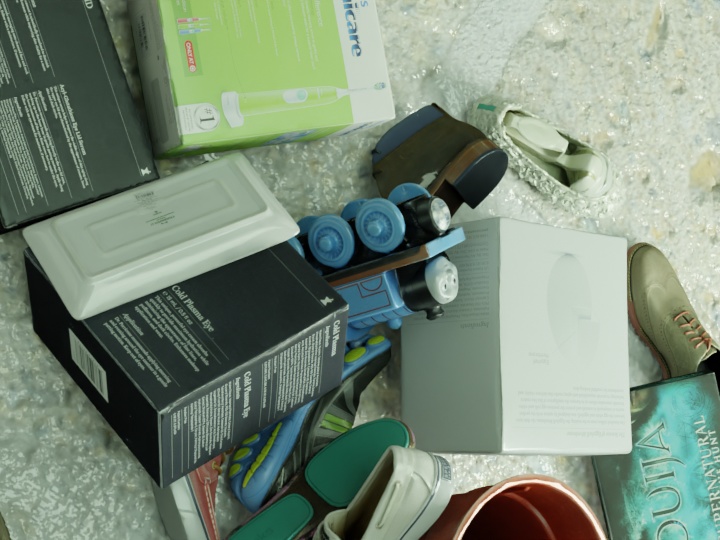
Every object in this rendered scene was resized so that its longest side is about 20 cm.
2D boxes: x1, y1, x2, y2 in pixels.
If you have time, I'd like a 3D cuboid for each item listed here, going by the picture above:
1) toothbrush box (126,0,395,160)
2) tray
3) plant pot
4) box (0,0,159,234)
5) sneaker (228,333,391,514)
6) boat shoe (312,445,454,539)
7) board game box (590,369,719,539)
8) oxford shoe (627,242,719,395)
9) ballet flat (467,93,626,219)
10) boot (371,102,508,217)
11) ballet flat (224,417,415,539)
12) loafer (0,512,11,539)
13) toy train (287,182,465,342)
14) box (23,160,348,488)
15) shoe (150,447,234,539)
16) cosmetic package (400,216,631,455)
[{"bbox_3d":[-0.085,-0.182,1.374,0.198,0.086,0.147,-10,89,-24],"label":"toothbrush box"},{"bbox_3d":[-0.157,-0.036,1.278,0.199,0.022,0.108,-22,53,-24],"label":"tray"},{"bbox_3d":[0.078,0.273,1.376,0.200,0.194,0.203,5,82,-39],"label":"plant pot"},{"bbox_3d":[-0.268,-0.144,1.322,0.140,0.079,0.202,-19,93,-25],"label":"box"},{"bbox_3d":[-0.038,0.136,1.424,0.200,0.070,0.083,-54,126,-23],"label":"sneaker"},{"bbox_3d":[-0.006,0.220,1.305,0.069,0.071,0.200,24,117,-26],"label":"boat shoe"},{"bbox_3d":[0.297,0.209,1.568,0.134,0.028,0.202,-13,93,0],"label":"board game box"},{"bbox_3d":[0.326,0.062,1.612,0.070,0.075,0.201,-28,97,-27],"label":"oxford shoe"},{"bbox_3d":[0.191,-0.108,1.568,0.199,0.072,0.072,27,72,-23],"label":"ballet flat"},{"bbox_3d":[0.034,-0.067,1.489,0.200,0.097,0.075,-39,146,-4],"label":"boot"},{"bbox_3d":[-0.034,0.202,1.363,0.200,0.069,0.071,-39,146,-13],"label":"ballet flat"},{"bbox_3d":[-0.320,0.191,1.261,0.067,0.076,0.202,-13,80,-27],"label":"loafer"},{"bbox_3d":[0.000,0.000,1.385,0.087,0.199,0.115,-29,100,-57],"label":"toy train"},{"bbox_3d":[-0.140,0.039,1.297,0.181,0.105,0.200,-28,57,-26],"label":"box"},{"bbox_3d":[-0.132,0.152,1.361,0.090,0.071,0.202,-17,88,-23],"label":"shoe"},{"bbox_3d":[0.141,0.066,1.459,0.198,0.122,0.202,7,79,-47],"label":"cosmetic package"}]
